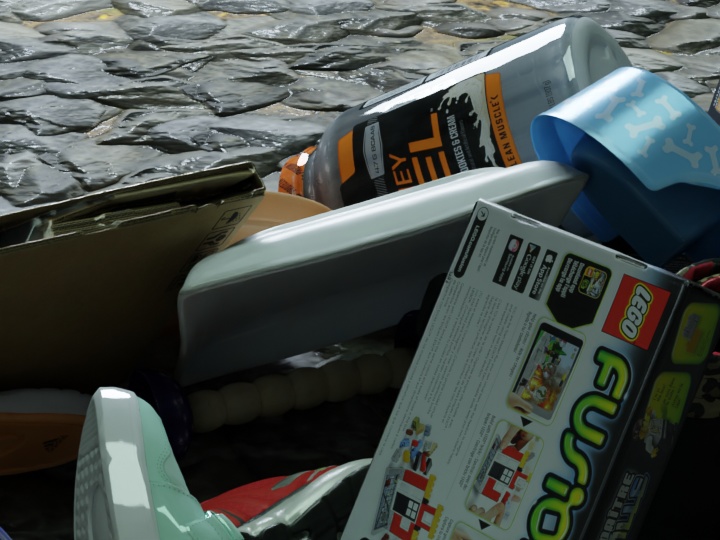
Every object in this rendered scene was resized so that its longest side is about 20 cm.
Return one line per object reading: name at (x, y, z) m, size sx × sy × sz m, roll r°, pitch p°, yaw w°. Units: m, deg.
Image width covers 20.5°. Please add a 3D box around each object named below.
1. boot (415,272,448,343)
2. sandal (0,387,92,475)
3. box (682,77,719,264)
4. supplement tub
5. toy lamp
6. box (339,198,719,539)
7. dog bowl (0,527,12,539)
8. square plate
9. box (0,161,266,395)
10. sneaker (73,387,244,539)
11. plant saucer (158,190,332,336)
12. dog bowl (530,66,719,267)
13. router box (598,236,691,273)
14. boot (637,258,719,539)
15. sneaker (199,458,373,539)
boot at (0.146, 0.064, 0.991) m, size 0.199 × 0.066 × 0.165 m, roll 5°, pitch 42°, yaw -35°
sandal at (-0.190, 0.090, 0.888) m, size 0.206 × 0.079 × 0.060 m, roll 0°, pitch 54°, yaw -43°
box at (0.228, -0.082, 1.027) m, size 0.049 × 0.201 × 0.161 m, roll 14°, pitch 16°, yaw -13°
supplement tub at (0.061, -0.054, 1.119) m, size 0.199 × 0.123 × 0.123 m, roll -22°, pitch 12°, yaw 25°
toy lamp at (-0.017, 0.057, 1.003) m, size 0.199 × 0.059 × 0.058 m, roll -9°, pitch 24°, yaw -24°
box at (0.054, 0.084, 0.756) m, size 0.110 × 0.201 × 0.035 m, roll 24°, pitch 3°, yaw 43°
dog bowl at (-0.174, 0.147, 0.571) m, size 0.199 × 0.202 × 0.079 m, roll 9°, pitch 20°, yaw 18°
square plate at (0.000, 0.000, 0.983) m, size 0.197 × 0.029 × 0.200 m, roll -17°, pitch -13°, yaw -10°
box at (-0.150, 0.026, 0.920) m, size 0.163 × 0.200 × 0.021 m, roll -15°, pitch 68°, yaw -39°
sneaker at (-0.031, 0.127, 0.719) m, size 0.117 × 0.074 × 0.201 m, roll -9°, pitch 61°, yaw -24°
plant saucer at (-0.106, 0.002, 1.042) m, size 0.199 × 0.033 × 0.200 m, roll -7°, pitch -14°, yaw -2°
dog bowl at (0.165, -0.013, 0.918) m, size 0.050 × 0.200 × 0.112 m, roll -43°, pitch -5°, yaw -10°
router box at (0.190, -0.032, 1.240) m, size 0.198 × 0.053 × 0.157 m, roll 5°, pitch 21°, yaw 8°
boot at (0.160, 0.067, 0.845) m, size 0.073 × 0.155 × 0.203 m, roll 26°, pitch 31°, yaw 27°
sneaker at (-0.065, 0.132, 0.819) m, size 0.199 × 0.078 × 0.085 m, roll -15°, pitch 7°, yaw -38°
